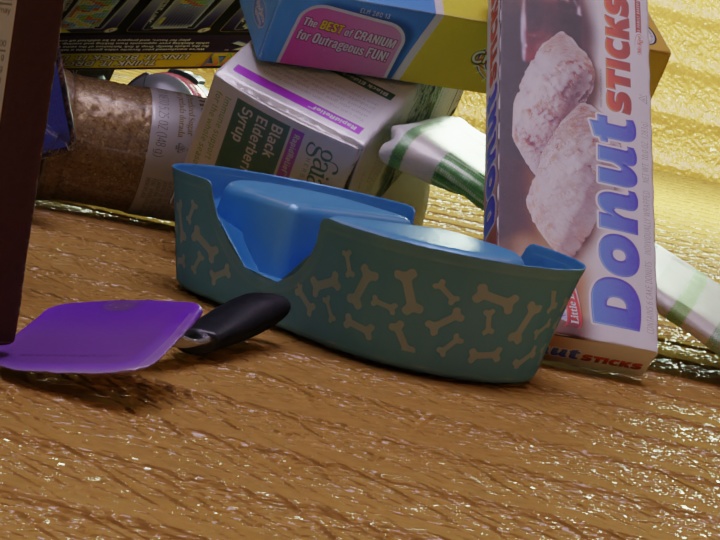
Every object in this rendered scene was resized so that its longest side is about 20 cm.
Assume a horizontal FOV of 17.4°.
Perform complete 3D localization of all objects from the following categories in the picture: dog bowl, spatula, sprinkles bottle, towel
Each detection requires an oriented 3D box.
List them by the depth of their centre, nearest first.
[{"bbox_3d":[-0.062,0.019,0.783,0.056,0.021,0.200,0,1,16],"label":"spatula"},{"bbox_3d":[0.000,0.000,0.941,0.111,0.050,0.200,6,8,-40],"label":"dog bowl"},{"bbox_3d":[0.106,-0.011,1.093,0.200,0.023,0.153,33,10,7],"label":"towel"},{"bbox_3d":[-0.067,-0.053,1.194,0.199,0.069,0.068,9,7,-16],"label":"sprinkles bottle"}]

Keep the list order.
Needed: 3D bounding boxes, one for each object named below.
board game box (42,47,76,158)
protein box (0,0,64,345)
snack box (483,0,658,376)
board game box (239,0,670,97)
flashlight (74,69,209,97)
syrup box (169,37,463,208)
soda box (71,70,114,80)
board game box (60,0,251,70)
[{"bbox_3d":[-0.220,-0.136,1.132,0.097,0.160,0.200,-14,16,-19],"label":"board game box"},{"bbox_3d":[-0.202,-0.095,0.699,0.198,0.201,0.135,16,10,36],"label":"protein box"},{"bbox_3d":[0.091,-0.048,1.022,0.072,0.201,0.024,11,-35,-11],"label":"snack box"},{"bbox_3d":[0.034,-0.145,1.135,0.199,0.040,0.153,6,37,-22],"label":"board game box"},{"bbox_3d":[-0.131,-0.086,1.349,0.068,0.068,0.200,28,6,9],"label":"flashlight"},{"bbox_3d":[-0.009,-0.085,1.136,0.081,0.079,0.200,28,35,9],"label":"syrup box"},{"bbox_3d":[-0.169,-0.160,1.373,0.063,0.200,0.071,9,45,-23],"label":"soda box"},{"bbox_3d":[-0.095,-0.164,1.250,0.199,0.057,0.165,-3,-17,-29],"label":"board game box"}]
